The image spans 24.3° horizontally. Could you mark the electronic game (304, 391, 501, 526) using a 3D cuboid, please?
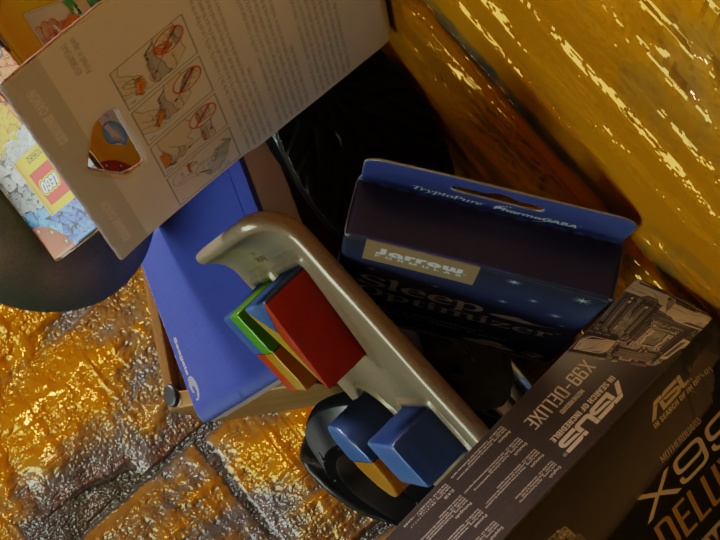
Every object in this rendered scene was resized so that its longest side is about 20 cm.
[{"bbox_3d":[0.059,0.129,1.058,0.199,0.042,0.200,17,154,9],"label":"electronic game"}]

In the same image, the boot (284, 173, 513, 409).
[{"bbox_3d":[0.000,0.000,0.959,0.186,0.064,0.200,46,174,-10],"label":"boot"}]

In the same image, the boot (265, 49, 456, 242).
[{"bbox_3d":[-0.036,-0.099,0.911,0.212,0.079,0.158,55,171,-8],"label":"boot"}]

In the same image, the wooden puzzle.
[{"bbox_3d":[-0.002,0.056,0.829,0.200,0.046,0.185,43,168,-6],"label":"wooden puzzle"}]

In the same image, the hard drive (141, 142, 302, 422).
[{"bbox_3d":[-0.079,0.010,1.021,0.200,0.025,0.133,-34,75,61],"label":"hard drive"}]

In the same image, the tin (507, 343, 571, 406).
[{"bbox_3d":[0.068,0.016,0.998,0.200,0.042,0.112,50,168,10],"label":"tin"}]

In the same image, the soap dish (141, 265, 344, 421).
[{"bbox_3d":[-0.069,0.019,1.137,0.199,0.081,0.159,-14,86,49],"label":"soap dish"}]

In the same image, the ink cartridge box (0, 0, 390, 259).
[{"bbox_3d":[-0.070,-0.105,0.719,0.044,0.173,0.200,48,172,18],"label":"ink cartridge box"}]

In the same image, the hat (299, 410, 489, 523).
[{"bbox_3d":[0.013,0.128,1.187,0.200,0.081,0.201,29,155,15],"label":"hat"}]

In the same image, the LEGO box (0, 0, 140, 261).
[{"bbox_3d":[-0.147,-0.124,0.994,0.077,0.200,0.149,-32,98,42],"label":"LEGO box"}]

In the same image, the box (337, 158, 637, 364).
[{"bbox_3d":[0.049,0.001,0.775,0.120,0.033,0.200,14,165,0],"label":"box"}]

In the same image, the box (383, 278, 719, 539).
[{"bbox_3d":[0.095,0.127,0.722,0.050,0.200,0.158,32,161,47],"label":"box"}]

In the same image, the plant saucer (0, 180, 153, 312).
[{"bbox_3d":[-0.198,-0.074,1.003,0.039,0.201,0.201,-32,99,43],"label":"plant saucer"}]

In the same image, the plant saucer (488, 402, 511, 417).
[{"bbox_3d":[0.119,0.115,1.160,0.200,0.037,0.200,50,173,8],"label":"plant saucer"}]
